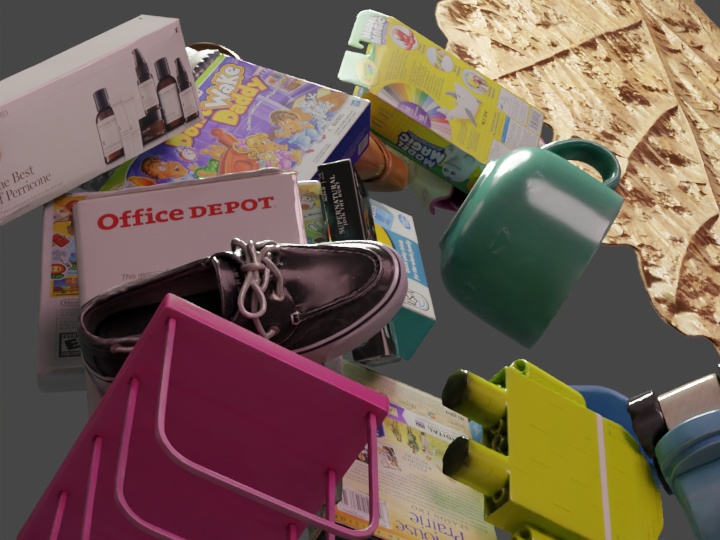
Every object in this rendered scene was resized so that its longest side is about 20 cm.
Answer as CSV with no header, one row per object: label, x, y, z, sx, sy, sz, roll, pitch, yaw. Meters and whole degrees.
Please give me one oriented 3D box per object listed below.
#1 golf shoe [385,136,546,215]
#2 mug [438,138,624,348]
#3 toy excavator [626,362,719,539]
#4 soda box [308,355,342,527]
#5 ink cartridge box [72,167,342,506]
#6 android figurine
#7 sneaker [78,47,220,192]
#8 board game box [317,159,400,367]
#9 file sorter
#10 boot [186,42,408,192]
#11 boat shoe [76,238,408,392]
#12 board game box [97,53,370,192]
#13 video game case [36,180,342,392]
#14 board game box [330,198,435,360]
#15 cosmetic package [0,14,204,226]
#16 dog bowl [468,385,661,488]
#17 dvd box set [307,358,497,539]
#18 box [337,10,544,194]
golf shoe,0.108,-0.089,1.848,0.199,0.075,0.092,-5,53,-41
mug,0.140,-0.033,1.685,0.114,0.153,0.185,32,25,2
toy excavator,0.287,0.194,1.467,0.195,0.099,0.201,53,20,-50
soda box,-0.050,0.085,1.332,0.063,0.069,0.200,0,32,4
ink cartridge box,-0.095,0.049,1.223,0.146,0.083,0.201,-8,58,-2
android figurine,0.142,0.148,1.414,0.199,0.041,0.183,28,40,-27
sneaker,-0.195,-0.123,1.563,0.099,0.070,0.200,16,34,21
board game box,0.000,0.000,1.414,0.200,0.028,0.136,50,29,-85
file sorter,-0.093,0.147,1.069,0.138,0.200,0.126,26,30,-15
boot,-0.062,-0.122,1.711,0.200,0.074,0.154,35,9,33
boat shoe,-0.068,0.016,1.153,0.198,0.068,0.074,-11,59,-4
board game box,-0.094,-0.075,1.486,0.134,0.045,0.200,18,45,17
video game case,-0.118,0.008,1.343,0.198,0.023,0.183,-3,42,-4
board game box,-0.043,-0.023,1.579,0.199,0.047,0.151,23,28,-22
cosmetic package,-0.205,-0.108,1.405,0.050,0.083,0.200,10,33,45
dog bowl,0.169,0.138,1.547,0.199,0.050,0.112,5,38,-46
dvd box set,0.024,0.143,1.392,0.146,0.029,0.201,23,28,-21
box,0.067,-0.145,1.775,0.199,0.048,0.118,32,41,-14
